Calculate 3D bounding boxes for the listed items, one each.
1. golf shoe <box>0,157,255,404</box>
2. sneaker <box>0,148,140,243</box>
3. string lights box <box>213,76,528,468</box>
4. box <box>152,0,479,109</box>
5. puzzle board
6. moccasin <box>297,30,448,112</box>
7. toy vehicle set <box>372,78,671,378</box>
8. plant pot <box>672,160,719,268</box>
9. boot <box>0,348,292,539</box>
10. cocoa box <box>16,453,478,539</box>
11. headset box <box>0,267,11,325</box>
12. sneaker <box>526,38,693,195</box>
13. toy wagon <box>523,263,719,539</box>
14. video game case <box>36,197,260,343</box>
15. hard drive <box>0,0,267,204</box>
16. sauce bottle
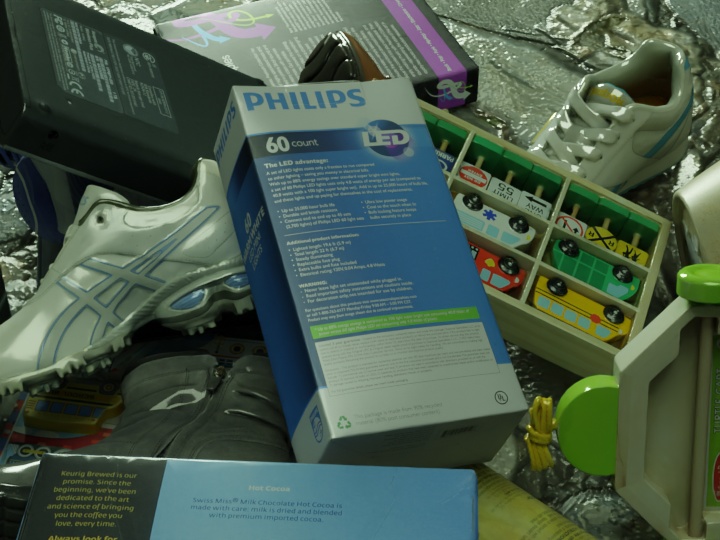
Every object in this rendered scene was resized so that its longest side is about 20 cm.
[{"bbox_3d":[-0.147,0.007,0.806,0.198,0.098,0.078,-23,3,-14],"label":"golf shoe"},{"bbox_3d":[-0.195,-0.078,0.941,0.114,0.081,0.200,0,27,11],"label":"sneaker"},{"bbox_3d":[0.000,0.000,0.739,0.102,0.059,0.202,-5,59,-21],"label":"string lights box"},{"bbox_3d":[-0.034,-0.148,1.057,0.198,0.036,0.143,-15,45,-16],"label":"box"},{"bbox_3d":[-0.097,0.083,0.824,0.198,0.018,0.152,6,44,7],"label":"puzzle board"},{"bbox_3d":[0.018,-0.076,0.937,0.077,0.074,0.202,14,32,-42],"label":"moccasin"},{"bbox_3d":[0.073,-0.024,0.842,0.198,0.027,0.125,26,45,1],"label":"toy vehicle set"},{"bbox_3d":[0.285,-0.024,0.836,0.198,0.188,0.188,-15,43,4],"label":"plant pot"},{"bbox_3d":[-0.125,0.098,0.761,0.198,0.070,0.132,4,36,-5],"label":"boot"},{"bbox_3d":[-0.048,0.172,0.642,0.198,0.134,0.132,2,42,3],"label":"cocoa box"},{"bbox_3d":[-0.282,0.016,0.783,0.092,0.175,0.200,23,48,23],"label":"headset box"},{"bbox_3d":[0.138,-0.074,0.941,0.076,0.081,0.200,32,56,29],"label":"sneaker"},{"bbox_3d":[0.179,0.074,0.734,0.198,0.157,0.040,0,16,2],"label":"toy wagon"},{"bbox_3d":[-0.098,-0.009,0.909,0.198,0.019,0.143,-8,36,-6],"label":"video game case"},{"bbox_3d":[-0.125,-0.094,0.875,0.199,0.033,0.140,19,34,-36],"label":"hard drive"},{"bbox_3d":[0.100,0.157,0.706,0.199,0.066,0.066,31,51,32],"label":"sauce bottle"}]
